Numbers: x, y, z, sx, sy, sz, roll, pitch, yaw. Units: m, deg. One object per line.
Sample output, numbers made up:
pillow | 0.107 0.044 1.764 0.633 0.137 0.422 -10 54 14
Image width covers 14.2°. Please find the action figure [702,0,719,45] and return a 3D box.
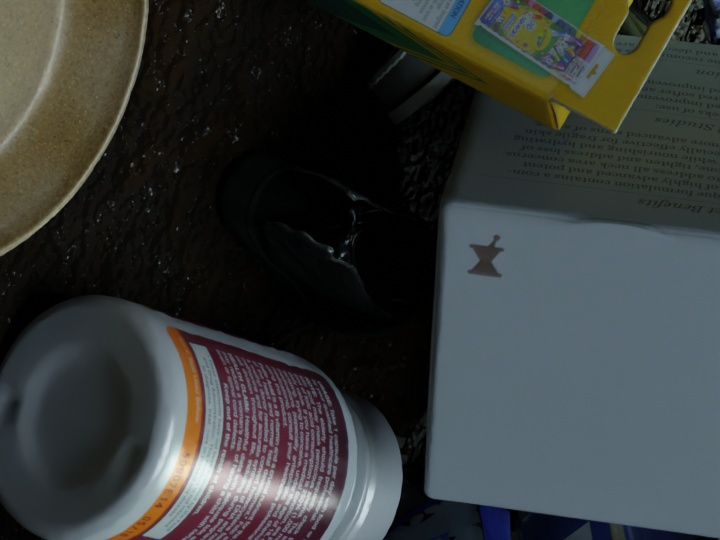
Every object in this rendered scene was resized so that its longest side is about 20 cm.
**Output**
action figure | 0.237 -0.135 1.578 0.104 0.194 0.200 -15 147 7

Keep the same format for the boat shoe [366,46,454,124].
boat shoe | 0.064 -0.165 1.447 0.060 0.072 0.202 39 90 -11

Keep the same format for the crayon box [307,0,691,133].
crayon box | 0.062 -0.153 1.333 0.126 0.200 0.052 -59 166 -8

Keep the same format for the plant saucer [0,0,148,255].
plant saucer | -0.173 -0.097 1.214 0.200 0.035 0.201 -27 127 -41

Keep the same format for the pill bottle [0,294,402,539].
pill bottle | -0.074 0.086 1.370 0.200 0.114 0.115 21 93 -53

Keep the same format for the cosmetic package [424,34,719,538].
cosmetic package | 0.128 0.001 1.408 0.200 0.167 0.167 -70 165 -59

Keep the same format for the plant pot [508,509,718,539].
plant pot | 0.191 0.163 1.544 0.179 0.200 0.201 -3 70 -23

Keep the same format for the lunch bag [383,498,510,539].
lunch bag | 0.028 0.228 1.458 0.123 0.170 0.200 20 113 -15

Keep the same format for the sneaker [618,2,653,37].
sneaker | 0.158 -0.057 1.615 0.088 0.077 0.200 -24 118 -5

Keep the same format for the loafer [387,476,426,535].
loafer | -0.003 0.194 1.555 0.072 0.063 0.201 -21 124 -44

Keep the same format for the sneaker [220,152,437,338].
sneaker | 0.002 -0.003 1.420 0.060 0.104 0.200 -60 143 -8
